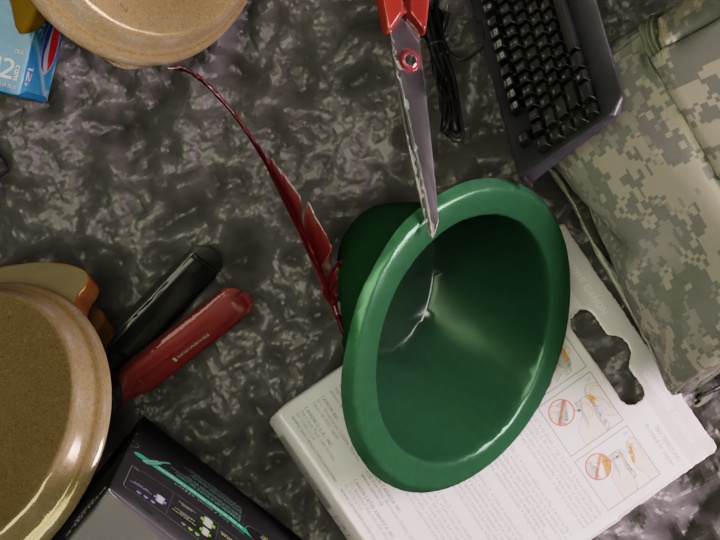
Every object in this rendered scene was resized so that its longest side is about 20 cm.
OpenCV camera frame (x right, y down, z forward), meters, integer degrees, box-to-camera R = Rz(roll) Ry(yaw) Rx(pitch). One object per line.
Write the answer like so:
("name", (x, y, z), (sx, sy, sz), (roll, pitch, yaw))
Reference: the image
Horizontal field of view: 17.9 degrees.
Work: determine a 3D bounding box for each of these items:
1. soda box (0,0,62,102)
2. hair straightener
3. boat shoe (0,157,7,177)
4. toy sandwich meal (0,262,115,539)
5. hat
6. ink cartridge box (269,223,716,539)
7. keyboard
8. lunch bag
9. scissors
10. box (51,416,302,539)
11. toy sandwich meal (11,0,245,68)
("soda box", (-0.273, -0.153, 1.313), (0.200, 0.064, 0.068), (14, 92, 6))
("hair straightener", (-0.156, 0.053, 1.323), (0.200, 0.041, 0.077), (-42, 60, 11))
("boat shoe", (-0.272, -0.009, 1.282), (0.065, 0.073, 0.200), (36, 67, -3))
("toy sandwich meal", (-0.207, 0.092, 1.253), (0.205, 0.070, 0.206), (-13, 58, 22))
("hat", (0.000, 0.000, 1.264), (0.176, 0.165, 0.200), (23, 113, 43))
("ink cartridge box", (0.074, 0.094, 1.295), (0.200, 0.050, 0.161), (-34, 87, -12))
("keyboard", (0.074, -0.133, 1.240), (0.127, 0.021, 0.200), (-39, 48, 35))
("lunch bag", (0.193, -0.048, 1.223), (0.168, 0.139, 0.200), (-31, 84, 23))
("scissors", (0.016, -0.119, 1.167), (0.073, 0.014, 0.200), (10, 78, -20))
("box", (-0.122, 0.186, 1.224), (0.124, 0.200, 0.149), (38, 95, -5))
("toy sandwich meal", (-0.139, -0.210, 1.262), (0.070, 0.205, 0.206), (-6, 90, 48))
